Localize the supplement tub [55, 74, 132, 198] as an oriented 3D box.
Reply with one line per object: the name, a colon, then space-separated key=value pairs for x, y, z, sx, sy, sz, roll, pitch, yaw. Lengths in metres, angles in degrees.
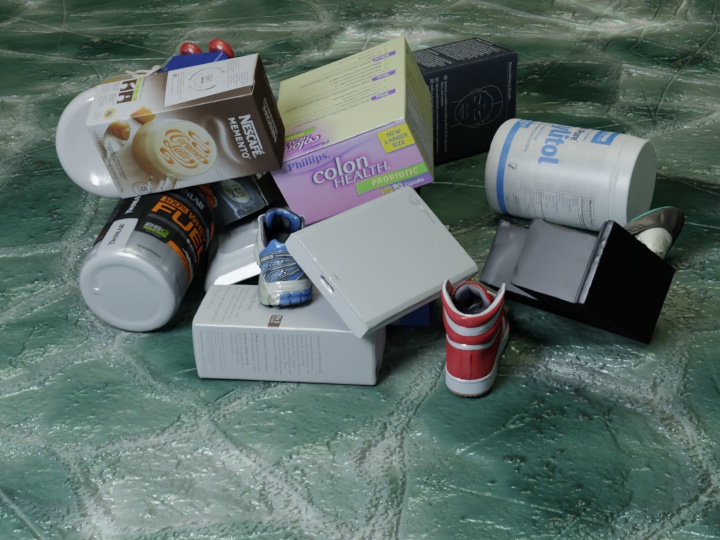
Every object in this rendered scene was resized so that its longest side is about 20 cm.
supplement tub: x=-0.311 y=-0.182 z=1.693 sx=0.145 sy=0.146 sz=0.200 roll=-2 pitch=15 yaw=1

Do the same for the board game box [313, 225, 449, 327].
board game box: x=0.000 y=0.000 z=1.568 sx=0.198 sy=0.044 sz=0.200 roll=3 pitch=27 yaw=11

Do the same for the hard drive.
hard drive: x=0.027 y=-0.014 z=1.400 sx=0.200 sy=0.026 sz=0.132 roll=-25 pitch=71 yaw=-45

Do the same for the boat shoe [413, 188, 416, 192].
boat shoe: x=0.049 y=-0.056 z=1.530 sx=0.074 sy=0.087 sz=0.202 roll=-12 pitch=29 yaw=-17

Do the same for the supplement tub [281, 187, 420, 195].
supplement tub: x=-0.018 y=-0.135 z=1.771 sx=0.199 sy=0.107 sz=0.107 roll=1 pitch=27 yaw=7

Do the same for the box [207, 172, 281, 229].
box: x=-0.177 y=-0.119 z=1.683 sx=0.199 sy=0.086 sz=0.164 roll=-21 pitch=14 yaw=32

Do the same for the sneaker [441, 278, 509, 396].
sneaker: x=0.127 y=0.040 z=1.400 sx=0.071 sy=0.113 sz=0.200 roll=2 pitch=27 yaw=7

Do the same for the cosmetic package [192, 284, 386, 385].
cosmetic package: x=-0.076 y=0.068 z=1.407 sx=0.199 sy=0.074 sz=0.102 roll=0 pitch=27 yaw=7

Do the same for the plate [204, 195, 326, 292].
plate: x=-0.108 y=-0.053 z=1.619 sx=0.199 sy=0.032 sz=0.200 roll=-21 pitch=22 yaw=4

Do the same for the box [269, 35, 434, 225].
box: x=-0.008 y=-0.172 z=1.566 sx=0.175 sy=0.097 sz=0.200 roll=-18 pitch=35 yaw=15

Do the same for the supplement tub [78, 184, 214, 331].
supplement tub: x=-0.247 y=-0.032 z=1.530 sx=0.122 sy=0.123 sz=0.200 roll=3 pitch=39 yaw=11

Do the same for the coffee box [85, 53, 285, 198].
coffee box: x=-0.198 y=-0.165 z=1.479 sx=0.199 sy=0.115 sz=0.080 roll=-10 pitch=42 yaw=12

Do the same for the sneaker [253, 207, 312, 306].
sneaker: x=-0.083 y=-0.036 z=1.447 sx=0.077 sy=0.086 sz=0.200 roll=-4 pitch=23 yaw=-6

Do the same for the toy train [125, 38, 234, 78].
toy train: x=-0.206 y=-0.216 z=1.601 sx=0.200 sy=0.116 sz=0.085 roll=7 pitch=55 yaw=52

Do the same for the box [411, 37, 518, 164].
box: x=0.131 y=-0.257 z=1.953 sx=0.199 sy=0.149 sz=0.107 roll=-17 pitch=30 yaw=-27

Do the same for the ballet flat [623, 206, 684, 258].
ballet flat: x=0.322 y=-0.017 z=1.563 sx=0.199 sy=0.068 sz=0.068 roll=-21 pitch=40 yaw=-12

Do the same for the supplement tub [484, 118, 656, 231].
supplement tub: x=0.277 y=-0.125 z=1.697 sx=0.199 sy=0.133 sz=0.132 roll=11 pitch=29 yaw=26

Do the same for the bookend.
bookend: x=0.211 y=-0.008 z=1.403 sx=0.199 sy=0.093 sz=0.198 roll=18 pitch=-4 yaw=35
